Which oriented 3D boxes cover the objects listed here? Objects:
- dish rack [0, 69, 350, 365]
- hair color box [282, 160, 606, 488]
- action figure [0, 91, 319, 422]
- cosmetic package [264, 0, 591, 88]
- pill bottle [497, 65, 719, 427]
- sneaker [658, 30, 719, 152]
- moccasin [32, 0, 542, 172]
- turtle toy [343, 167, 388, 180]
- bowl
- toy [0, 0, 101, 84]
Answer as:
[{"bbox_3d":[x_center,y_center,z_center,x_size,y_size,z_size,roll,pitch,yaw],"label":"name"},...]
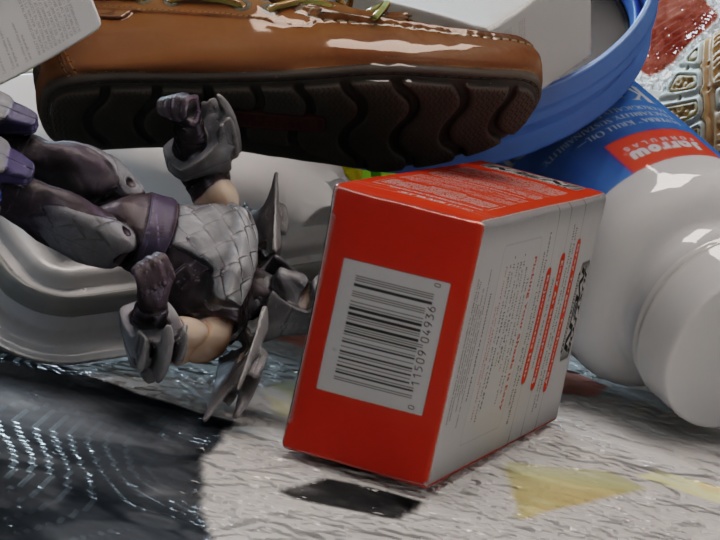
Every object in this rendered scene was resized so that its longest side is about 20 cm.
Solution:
[{"bbox_3d":[-0.092,-0.037,1.177,0.200,0.044,0.172,-8,40,-36],"label":"dish rack"},{"bbox_3d":[0.037,0.016,1.114,0.061,0.102,0.200,14,8,16],"label":"hair color box"},{"bbox_3d":[-0.091,-0.020,1.059,0.200,0.069,0.130,24,33,-16],"label":"action figure"},{"bbox_3d":[-0.005,-0.119,1.249,0.200,0.051,0.083,18,38,32],"label":"cosmetic package"},{"bbox_3d":[0.118,-0.018,1.297,0.112,0.112,0.200,6,27,-37],"label":"pill bottle"},{"bbox_3d":[0.193,-0.016,1.364,0.088,0.201,0.076,17,-31,-40],"label":"sneaker"},{"bbox_3d":[-0.028,-0.084,1.146,0.201,0.078,0.074,-1,-35,3],"label":"moccasin"},{"bbox_3d":[-0.017,-0.059,1.477,0.200,0.101,0.146,14,36,-44],"label":"turtle toy"},{"bbox_3d":[0.038,-0.113,1.311,0.200,0.039,0.201,-7,38,5],"label":"bowl"},{"bbox_3d":[-0.198,-0.081,1.137,0.047,0.200,0.115,53,10,-53],"label":"toy"}]
